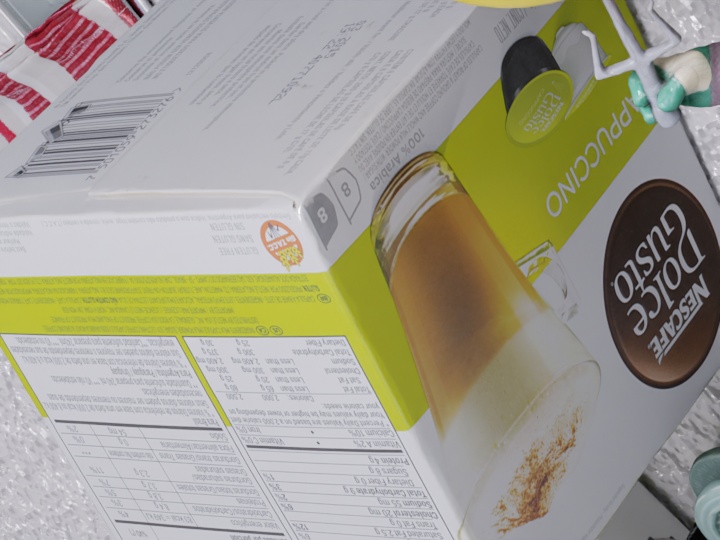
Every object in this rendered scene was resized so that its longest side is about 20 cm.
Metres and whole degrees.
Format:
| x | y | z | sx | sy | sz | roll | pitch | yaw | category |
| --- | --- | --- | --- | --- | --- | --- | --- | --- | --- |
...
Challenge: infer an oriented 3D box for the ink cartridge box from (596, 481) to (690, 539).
| x | y | z | sx | sy | sz | roll | pitch | yaw | category |
| --- | --- | --- | --- | --- | --- | --- | --- | --- | --- |
| 0.099 | 0.170 | 1.214 | 0.200 | 0.084 | 0.146 | 44 | 144 | -2 | ink cartridge box |

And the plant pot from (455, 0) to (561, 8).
| x | y | z | sx | sy | sz | roll | pitch | yaw | category |
| --- | --- | --- | --- | --- | --- | --- | --- | --- | --- |
| 0.035 | -0.190 | 0.840 | 0.200 | 0.201 | 0.189 | 15 | 150 | 33 | plant pot |

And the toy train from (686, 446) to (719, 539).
| x | y | z | sx | sy | sz | roll | pitch | yaw | category |
| --- | --- | --- | --- | --- | --- | --- | --- | --- | --- |
| 0.191 | 0.094 | 1.063 | 0.114 | 0.085 | 0.200 | 26 | 140 | 2 | toy train |

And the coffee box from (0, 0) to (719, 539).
| x | y | z | sx | sy | sz | roll | pitch | yaw | category |
| --- | --- | --- | --- | --- | --- | --- | --- | --- | --- |
| 0.000 | 0.000 | 1.041 | 0.200 | 0.200 | 0.198 | -2 | 126 | 43 | coffee box |

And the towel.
| x | y | z | sx | sy | sz | roll | pitch | yaw | category |
| --- | --- | --- | --- | --- | --- | --- | --- | --- | --- |
| -0.120 | -0.046 | 1.258 | 0.144 | 0.023 | 0.200 | 50 | 143 | -11 | towel |

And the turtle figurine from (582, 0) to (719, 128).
| x | y | z | sx | sy | sz | roll | pitch | yaw | category |
| --- | --- | --- | --- | --- | --- | --- | --- | --- | --- |
| 0.173 | -0.065 | 0.898 | 0.200 | 0.101 | 0.150 | 41 | 168 | -24 | turtle figurine |
